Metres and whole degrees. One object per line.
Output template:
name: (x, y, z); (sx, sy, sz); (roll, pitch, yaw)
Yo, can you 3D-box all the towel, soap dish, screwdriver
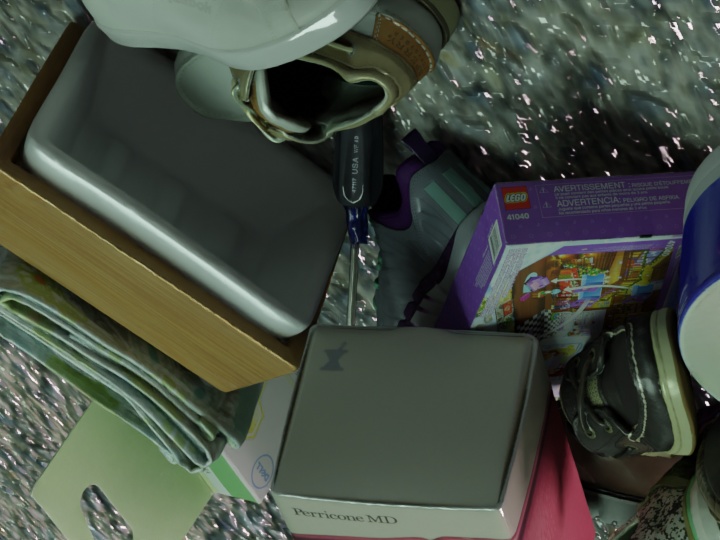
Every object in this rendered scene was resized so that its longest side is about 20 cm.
towel: (-0.124, 0.008, 1.419); (0.171, 0.200, 0.048); (38, 123, -15)
soap dish: (-0.108, -0.034, 1.365); (0.200, 0.157, 0.081); (34, 124, -11)
screwdriver: (0.000, 0.000, 1.360); (0.028, 0.029, 0.200); (-134, 39, -63)

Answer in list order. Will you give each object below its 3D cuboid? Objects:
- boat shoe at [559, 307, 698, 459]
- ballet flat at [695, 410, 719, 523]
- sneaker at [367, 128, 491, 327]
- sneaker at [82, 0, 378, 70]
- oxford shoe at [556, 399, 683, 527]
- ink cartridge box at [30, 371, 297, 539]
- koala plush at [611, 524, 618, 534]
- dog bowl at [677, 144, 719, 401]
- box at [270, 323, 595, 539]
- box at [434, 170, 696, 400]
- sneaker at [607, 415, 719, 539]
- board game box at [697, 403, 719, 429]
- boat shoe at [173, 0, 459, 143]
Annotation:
boat shoe: (0.136, 0.067, 1.269); (0.065, 0.073, 0.200); (-8, 165, 2)
ballet flat: (0.205, 0.085, 1.259); (0.067, 0.200, 0.046); (18, 118, 3)
sneaker: (0.036, -0.010, 1.398); (0.088, 0.074, 0.200); (50, 152, 11)
sneaker: (-0.080, -0.152, 1.237); (0.200, 0.073, 0.085); (3, 145, 40)
oxford shoe: (0.101, 0.086, 1.428); (0.200, 0.073, 0.085); (11, 118, -4)
ink cartridge box: (-0.107, 0.102, 1.538); (0.048, 0.200, 0.146); (9, 146, 35)
koala plush: (0.221, 0.246, 1.549); (0.177, 0.184, 0.200); (42, 156, 51)
dog bowl: (0.250, 0.007, 1.156); (0.200, 0.079, 0.200); (7, 150, 4)
box: (0.044, 0.130, 1.326); (0.128, 0.109, 0.200); (2, 145, 18)
box: (0.118, 0.013, 1.303); (0.137, 0.039, 0.200); (-3, 153, -12)
sneaker: (0.174, 0.129, 1.332); (0.088, 0.200, 0.077); (-20, 91, 14)
board game box: (0.268, 0.149, 1.474); (0.200, 0.032, 0.120); (39, 145, -18)
boat shoe: (-0.038, -0.106, 1.281); (0.075, 0.068, 0.200); (43, 148, -25)
